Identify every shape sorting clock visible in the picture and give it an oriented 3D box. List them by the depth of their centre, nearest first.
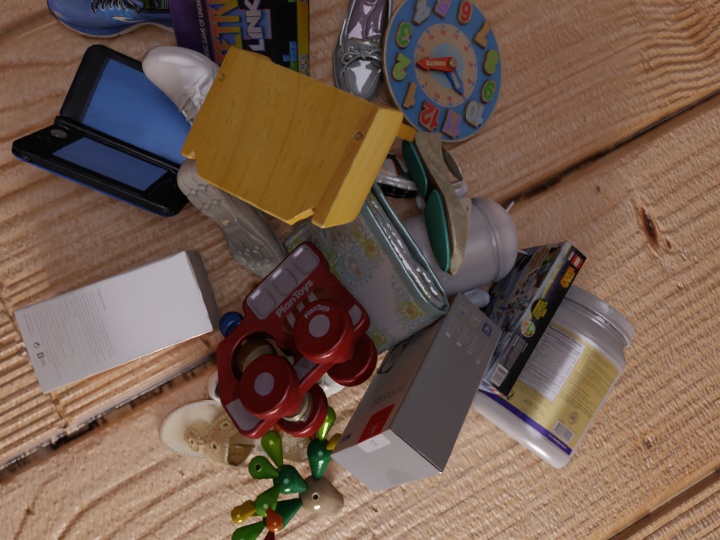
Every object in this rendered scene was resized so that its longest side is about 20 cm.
[{"bbox_3d":[0.116,-0.276,0.803,0.195,0.039,0.206,-4,98,-26],"label":"shape sorting clock"}]

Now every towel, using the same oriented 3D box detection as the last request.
[{"bbox_3d":[0.000,0.000,0.742,0.048,0.170,0.203,-27,84,-45],"label":"towel"}]

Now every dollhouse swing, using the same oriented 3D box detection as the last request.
[{"bbox_3d":[-0.056,-0.140,0.688,0.197,0.176,0.185,26,88,20],"label":"dollhouse swing"}]

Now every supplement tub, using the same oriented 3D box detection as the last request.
[{"bbox_3d":[0.254,0.134,0.787,0.144,0.145,0.202,35,84,-6],"label":"supplement tub"}]

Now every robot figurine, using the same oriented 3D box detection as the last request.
[{"bbox_3d":[0.123,-0.027,0.785,0.195,0.113,0.174,-18,105,-8],"label":"robot figurine"}]

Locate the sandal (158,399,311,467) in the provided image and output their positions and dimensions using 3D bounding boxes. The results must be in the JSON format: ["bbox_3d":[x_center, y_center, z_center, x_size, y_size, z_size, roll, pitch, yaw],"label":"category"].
[{"bbox_3d":[-0.157,0.215,0.763,0.205,0.070,0.080,8,88,-8],"label":"sandal"}]

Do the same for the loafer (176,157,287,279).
[{"bbox_3d":[-0.146,-0.068,0.745,0.068,0.071,0.202,-9,132,28],"label":"loafer"}]

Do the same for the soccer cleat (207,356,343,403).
[{"bbox_3d":[-0.098,0.143,0.768,0.194,0.078,0.071,-7,90,-9],"label":"soccer cleat"}]

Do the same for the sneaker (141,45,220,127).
[{"bbox_3d":[-0.178,-0.191,0.727,0.198,0.070,0.082,33,54,-27],"label":"sneaker"}]

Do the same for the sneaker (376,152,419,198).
[{"bbox_3d":[0.012,-0.148,0.791,0.195,0.074,0.082,14,84,-9],"label":"sneaker"}]

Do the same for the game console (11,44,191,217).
[{"bbox_3d":[-0.283,-0.176,0.729,0.195,0.172,0.121,21,113,-7],"label":"game console"}]

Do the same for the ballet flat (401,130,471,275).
[{"bbox_3d":[0.103,-0.091,0.717,0.061,0.068,0.205,-8,63,-12],"label":"ballet flat"}]

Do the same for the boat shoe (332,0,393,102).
[{"bbox_3d":[0.008,-0.323,0.795,0.072,0.065,0.208,12,88,-7],"label":"boat shoe"}]

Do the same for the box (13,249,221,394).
[{"bbox_3d":[-0.279,0.056,0.719,0.195,0.124,0.100,-20,93,-8],"label":"box"}]

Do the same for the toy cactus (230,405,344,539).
[{"bbox_3d":[-0.071,0.267,0.745,0.165,0.101,0.203,43,68,-40],"label":"toy cactus"}]

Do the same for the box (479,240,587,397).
[{"bbox_3d":[0.195,0.060,0.774,0.040,0.137,0.202,35,80,-10],"label":"box"}]

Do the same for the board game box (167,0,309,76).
[{"bbox_3d":[-0.142,-0.312,0.709,0.160,0.202,0.058,-6,53,-9],"label":"board game box"}]

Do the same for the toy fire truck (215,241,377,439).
[{"bbox_3d":[-0.086,0.083,0.694,0.200,0.112,0.168,-43,57,-3],"label":"toy fire truck"}]

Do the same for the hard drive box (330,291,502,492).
[{"bbox_3d":[0.068,0.147,0.714,0.076,0.156,0.202,38,53,-6],"label":"hard drive box"}]

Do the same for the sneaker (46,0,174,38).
[{"bbox_3d":[-0.287,-0.343,0.739,0.194,0.089,0.081,-6,89,-9],"label":"sneaker"}]
